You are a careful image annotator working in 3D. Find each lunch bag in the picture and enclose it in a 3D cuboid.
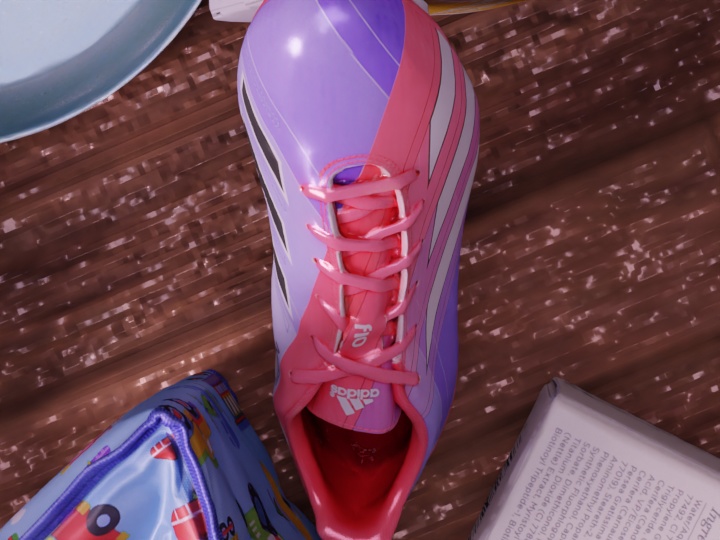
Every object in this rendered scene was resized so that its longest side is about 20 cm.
[{"bbox_3d":[-0.106,0.123,0.837,0.200,0.151,0.094,-34,90,3],"label":"lunch bag"}]

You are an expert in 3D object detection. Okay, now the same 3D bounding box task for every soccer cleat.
[{"bbox_3d":[0.000,0.000,0.814,0.066,0.200,0.077,1,53,2],"label":"soccer cleat"}]

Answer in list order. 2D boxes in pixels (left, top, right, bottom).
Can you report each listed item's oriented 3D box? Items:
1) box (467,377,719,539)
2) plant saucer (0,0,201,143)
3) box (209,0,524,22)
[{"bbox_3d":[0.129,0.112,0.868,0.199,0.068,0.082,28,93,1],"label":"box"},{"bbox_3d":[-0.131,-0.138,0.891,0.199,0.027,0.201,0,92,2],"label":"plant saucer"},{"bbox_3d":[0.011,-0.176,0.830,0.101,0.112,0.201,-4,93,-18],"label":"box"}]
